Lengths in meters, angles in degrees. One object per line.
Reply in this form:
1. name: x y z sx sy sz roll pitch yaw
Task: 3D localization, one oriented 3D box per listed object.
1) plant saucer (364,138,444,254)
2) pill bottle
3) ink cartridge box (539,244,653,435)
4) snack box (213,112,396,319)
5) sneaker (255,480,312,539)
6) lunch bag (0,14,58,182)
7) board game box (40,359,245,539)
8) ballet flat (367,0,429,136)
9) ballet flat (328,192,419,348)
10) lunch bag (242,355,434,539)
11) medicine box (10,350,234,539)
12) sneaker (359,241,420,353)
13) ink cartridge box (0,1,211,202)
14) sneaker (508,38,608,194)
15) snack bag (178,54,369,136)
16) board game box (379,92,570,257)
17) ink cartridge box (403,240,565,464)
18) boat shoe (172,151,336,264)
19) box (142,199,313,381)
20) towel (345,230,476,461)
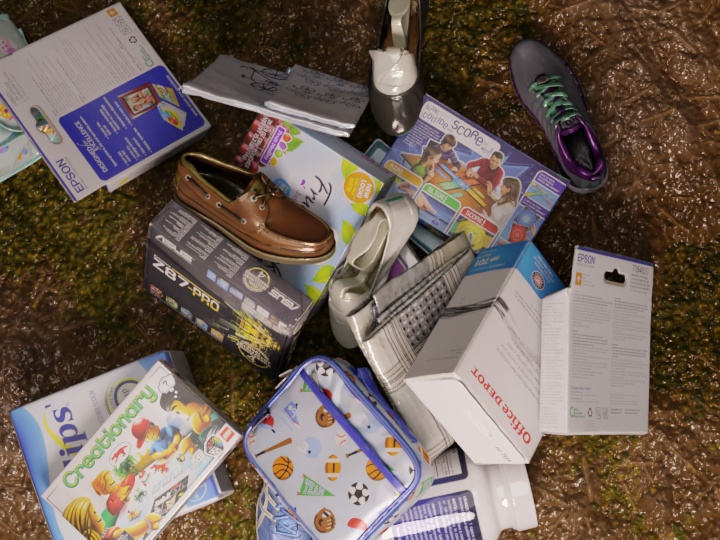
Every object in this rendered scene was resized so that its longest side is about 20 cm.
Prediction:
1. plant saucer: 0.074 -0.068 1.487 0.200 0.019 0.070 40 89 6
2. pill bottle: 0.093 0.263 1.408 0.199 0.116 0.116 -12 84 4
3. ink cartridge box: 0.263 0.081 1.377 0.040 0.199 0.201 0 84 38
4. snack box: -0.080 -0.067 1.444 0.168 0.068 0.200 33 111 6
5. sneaker: -0.087 0.256 1.442 0.075 0.077 0.201 3 87 3
6. lunch bag: -0.462 -0.195 1.492 0.200 0.122 0.171 -35 81 -8
7. board game box: -0.239 0.215 1.376 0.126 0.035 0.200 40 89 7
8. ballet flat: 0.040 -0.259 1.458 0.068 0.068 0.201 -1 69 13
9. ballet flat: 0.000 0.000 1.405 0.069 0.069 0.201 28 112 6
10. lunch bag: -0.025 0.192 1.341 0.160 0.076 0.200 -47 69 12
11. medicine box: -0.274 0.211 1.448 0.199 0.103 0.183 -22 84 2
12. sneaker: 0.035 0.042 1.451 0.114 0.073 0.201 -27 87 6
13. ink cartridge box: -0.313 -0.197 1.475 0.200 0.047 0.198 -34 84 -26
14. sneaker: 0.237 -0.189 1.449 0.074 0.088 0.201 -28 84 2
15. snack bag: -0.090 -0.209 1.432 0.199 0.189 0.021 16 113 3
16. board game box: 0.125 -0.099 1.462 0.200 0.034 0.136 33 81 6
17. ink cartridge box: 0.156 0.090 1.362 0.147 0.086 0.200 51 55 -24
18. boat shoe: -0.119 -0.069 1.371 0.199 0.068 0.072 20 43 10
19. box: -0.155 0.026 1.426 0.200 0.161 0.049 35 59 6
20. towel: 0.094 0.083 1.393 0.192 0.034 0.201 -36 106 -28
